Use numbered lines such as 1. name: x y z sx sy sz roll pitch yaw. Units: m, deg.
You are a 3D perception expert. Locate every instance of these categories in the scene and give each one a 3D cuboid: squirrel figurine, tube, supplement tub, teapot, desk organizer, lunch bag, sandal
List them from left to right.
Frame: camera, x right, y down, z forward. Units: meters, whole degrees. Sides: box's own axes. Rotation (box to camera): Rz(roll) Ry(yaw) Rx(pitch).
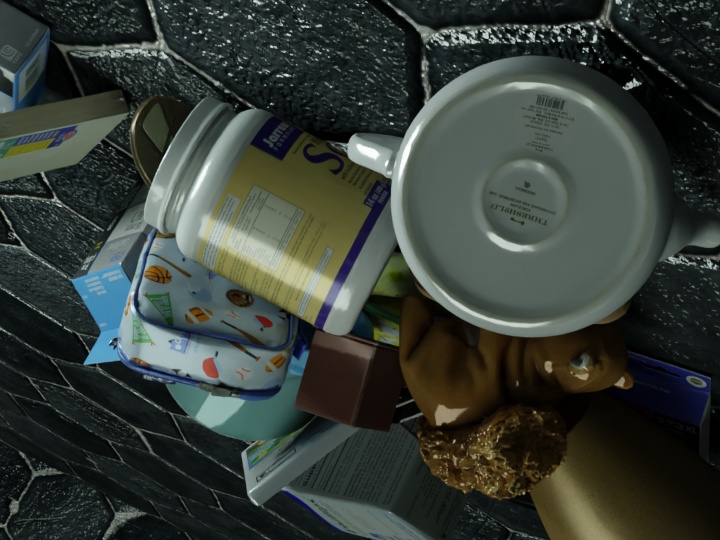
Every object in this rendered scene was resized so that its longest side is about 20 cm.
1. sandal: -0.160 -0.090 1.208 0.055 0.082 0.200 19 164 38
2. lunch bag: -0.127 0.035 1.132 0.160 0.200 0.076 14 120 -8
3. supplement tub: -0.068 -0.049 1.085 0.200 0.146 0.145 28 157 1
4. tube: 0.000 0.000 1.240 0.200 0.058 0.052 6 106 32
5. desk organizer: 0.025 0.108 1.187 0.072 0.077 0.200 15 177 32
6. squirrel figurine: 0.141 0.106 1.109 0.186 0.200 0.141 -5 158 30
7. teapot: 0.116 -0.053 0.867 0.200 0.197 0.146 59 -164 0

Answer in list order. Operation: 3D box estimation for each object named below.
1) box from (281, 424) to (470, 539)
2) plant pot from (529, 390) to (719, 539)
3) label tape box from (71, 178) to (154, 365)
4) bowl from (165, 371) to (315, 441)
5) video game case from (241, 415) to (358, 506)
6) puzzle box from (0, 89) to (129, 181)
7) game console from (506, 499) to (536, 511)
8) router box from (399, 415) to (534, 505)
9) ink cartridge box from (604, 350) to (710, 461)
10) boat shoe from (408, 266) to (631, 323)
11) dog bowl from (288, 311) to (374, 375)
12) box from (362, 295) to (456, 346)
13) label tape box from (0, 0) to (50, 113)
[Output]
1. box: 0.036 0.208 1.460 0.200 0.184 0.105 0 146 50
2. plant pot: 0.239 0.208 1.180 0.200 0.186 0.186 49 152 -14
3. label tape box: -0.227 -0.008 1.281 0.063 0.200 0.144 38 155 -22
4. bowl: -0.106 0.067 1.340 0.201 0.201 0.105 30 142 -4
5. video game case: -0.042 0.166 1.379 0.022 0.200 0.182 53 177 -9
6. puzzle box: -0.318 -0.126 1.248 0.200 0.133 0.025 -21 86 60
7. game console: 0.213 0.251 1.558 0.177 0.031 0.200 13 153 42
8. router box: 0.155 0.188 1.312 0.200 0.052 0.157 22 -173 -35
9. ink cartridge box: 0.289 0.144 1.232 0.095 0.037 0.200 18 153 23
10. boat shoe: 0.126 -0.008 1.056 0.200 0.070 0.070 5 144 31
11. dog bowl: -0.078 0.062 1.235 0.200 0.112 0.050 8 127 -18
12. box: 0.099 0.084 1.304 0.200 0.048 0.117 21 156 14
13. label tape box: -0.395 -0.225 1.191 0.200 0.066 0.143 29 158 -6
